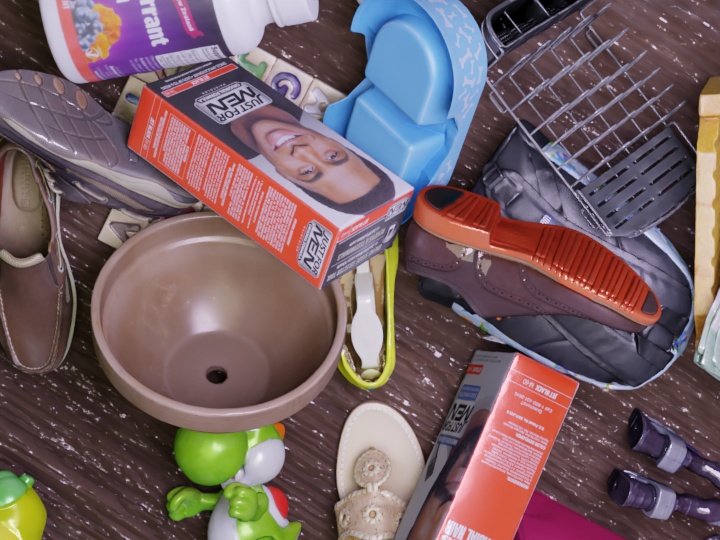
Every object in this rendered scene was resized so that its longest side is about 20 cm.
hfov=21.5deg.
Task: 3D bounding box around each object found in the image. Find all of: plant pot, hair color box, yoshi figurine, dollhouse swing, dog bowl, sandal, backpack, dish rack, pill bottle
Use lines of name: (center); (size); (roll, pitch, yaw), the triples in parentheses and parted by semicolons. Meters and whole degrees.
plant pot: (-0.112, 0.057, 1.494); (0.198, 0.202, 0.093); (7, 141, 0)
hair color box: (-0.069, -0.078, 1.438); (0.199, 0.101, 0.062); (36, 128, 19)
yoshi figurine: (-0.112, 0.191, 1.546); (0.111, 0.112, 0.203); (1, 99, 8)
dollhouse swing: (0.350, -0.042, 1.462); (0.174, 0.182, 0.203); (3, 102, 14)
dog bowl: (0.035, -0.126, 1.437); (0.111, 0.049, 0.201); (45, 138, 26)
sandal: (0.016, 0.220, 1.566); (0.077, 0.070, 0.214); (2, 102, 1)
hair color box: (0.091, 0.166, 1.501); (0.063, 0.111, 0.202); (24, 83, -12)
backpack: (0.172, 0.004, 1.491); (0.199, 0.154, 0.164); (32, 96, 16)
dish rack: (0.181, -0.127, 1.443); (0.201, 0.153, 0.055); (53, 141, 4)
pill bottle: (-0.136, -0.214, 1.448); (0.198, 0.111, 0.113); (-10, 102, 9)

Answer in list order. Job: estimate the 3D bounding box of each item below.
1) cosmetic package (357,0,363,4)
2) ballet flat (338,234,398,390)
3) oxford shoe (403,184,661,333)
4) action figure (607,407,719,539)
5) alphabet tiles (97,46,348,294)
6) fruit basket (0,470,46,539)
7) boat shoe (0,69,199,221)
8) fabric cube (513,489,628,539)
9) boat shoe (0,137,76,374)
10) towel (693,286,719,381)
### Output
cosmetic package: (0.000, -0.293, 1.457); (0.101, 0.074, 0.201); (-34, 98, 8)
ballet flat: (0.000, 0.000, 1.521); (0.066, 0.067, 0.202); (-6, 101, 1)
oxford shoe: (0.126, 0.006, 1.413); (0.198, 0.071, 0.073); (25, 120, 11)
action figure: (0.306, 0.186, 1.557); (0.198, 0.069, 0.131); (24, 94, -8)
alphabet tiles: (-0.126, -0.091, 1.535); (0.166, 0.008, 0.201); (27, 101, -5)
fruit basket: (-0.321, 0.273, 1.556); (0.213, 0.156, 0.218); (4, 119, 7)
boat shoe: (-0.215, -0.085, 1.469); (0.199, 0.075, 0.073); (27, 130, -30)
fabric cube: (0.167, 0.319, 1.518); (0.195, 0.199, 0.201); (26, 102, -3)
boat shoe: (-0.272, -0.011, 1.520); (0.074, 0.075, 0.205); (-4, 102, 2)
towel: (0.332, 0.005, 1.423); (0.152, 0.023, 0.202); (29, 81, -37)
